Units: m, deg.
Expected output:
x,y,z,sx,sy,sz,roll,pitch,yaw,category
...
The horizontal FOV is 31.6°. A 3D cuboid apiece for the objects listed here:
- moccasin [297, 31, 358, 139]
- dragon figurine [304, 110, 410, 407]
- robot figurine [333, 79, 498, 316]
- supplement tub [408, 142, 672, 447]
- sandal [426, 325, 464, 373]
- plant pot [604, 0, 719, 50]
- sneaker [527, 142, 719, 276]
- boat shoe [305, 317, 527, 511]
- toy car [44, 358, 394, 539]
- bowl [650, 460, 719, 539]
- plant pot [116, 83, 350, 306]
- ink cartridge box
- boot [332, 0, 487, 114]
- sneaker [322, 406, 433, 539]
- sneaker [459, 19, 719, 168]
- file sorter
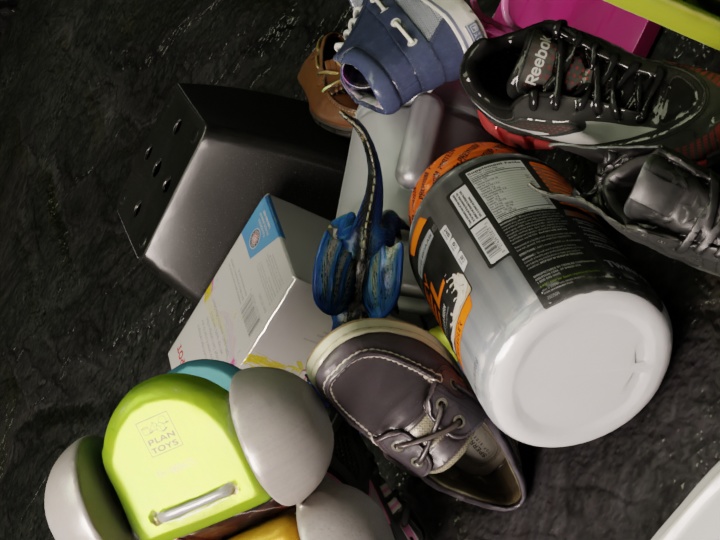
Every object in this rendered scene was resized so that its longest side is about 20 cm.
x,y,z,sx,sy,sz,roll,pitch,yaw,category
-0.006,-0.172,1.183,0.202,0.073,0.078,-109,39,-63,moccasin
0.000,0.000,0.858,0.099,0.059,0.201,-73,-10,-73,dragon figurine
0.044,-0.069,0.972,0.170,0.112,0.201,96,-176,-72,robot figurine
0.103,0.006,0.809,0.123,0.122,0.200,-57,30,21,supplement tub
0.028,0.101,0.930,0.200,0.079,0.087,-25,54,54,sandal
0.213,-0.246,0.719,0.181,0.199,0.200,-45,36,49,plant pot
0.188,-0.027,0.702,0.200,0.104,0.060,30,98,61,sneaker
0.045,0.094,0.784,0.072,0.200,0.065,-41,45,9,boat shoe
-0.079,0.141,0.789,0.174,0.201,0.150,-24,16,13,toy car
0.189,0.181,0.595,0.200,0.074,0.200,-56,29,21,bowl
-0.110,-0.064,1.171,0.200,0.177,0.200,-61,28,14,plant pot
-0.064,0.067,1.056,0.200,0.125,0.129,-56,30,22,ink cartridge box
0.011,-0.175,0.935,0.090,0.073,0.200,-31,29,-8,boot
0.007,0.176,0.890,0.080,0.086,0.201,53,-150,-80,sneaker
0.145,-0.109,0.792,0.200,0.098,0.071,15,81,36,sneaker
0.126,-0.233,0.926,0.139,0.125,0.200,-65,29,8,file sorter
